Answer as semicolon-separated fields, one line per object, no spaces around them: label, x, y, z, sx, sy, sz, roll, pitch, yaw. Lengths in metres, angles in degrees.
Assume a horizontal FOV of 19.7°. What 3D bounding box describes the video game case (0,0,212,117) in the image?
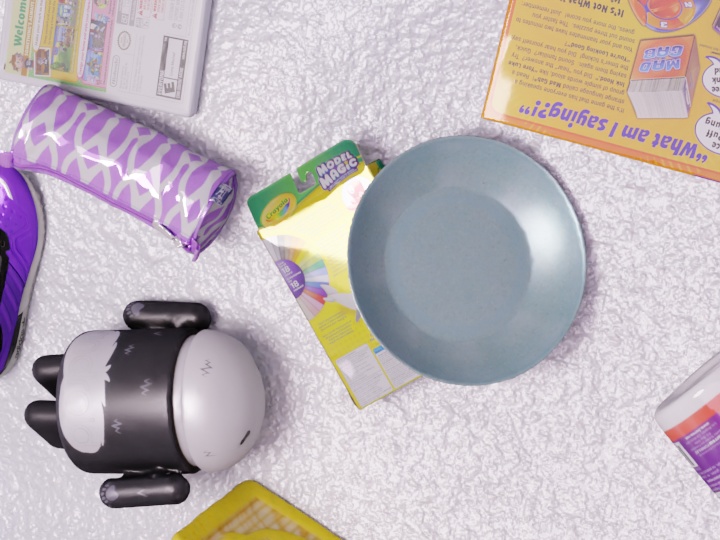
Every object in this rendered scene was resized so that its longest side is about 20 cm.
video game case;-0.211;-0.245;1.746;0.181;0.022;0.201;12;103;13

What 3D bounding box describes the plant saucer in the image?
plant saucer;0.082;-0.007;1.665;0.200;0.039;0.203;1;84;-13

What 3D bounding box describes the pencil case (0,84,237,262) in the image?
pencil case;-0.198;-0.081;1.735;0.199;0.084;0.086;26;68;12

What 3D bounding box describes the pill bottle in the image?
pill bottle;0.332;0.155;1.612;0.111;0.111;0.200;-41;87;18

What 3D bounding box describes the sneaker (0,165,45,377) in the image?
sneaker;-0.324;0.008;1.777;0.069;0.100;0.202;9;102;12

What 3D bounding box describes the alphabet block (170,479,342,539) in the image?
alphabet block;-0.092;0.324;1.715;0.195;0.196;0.201;33;106;7

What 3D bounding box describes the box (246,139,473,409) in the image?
box;0.000;0.000;1.714;0.117;0.048;0.201;-29;93;18

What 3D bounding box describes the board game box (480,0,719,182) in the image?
board game box;0.225;-0.192;1.538;0.199;0.200;0.201;16;103;12

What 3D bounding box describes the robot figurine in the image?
robot figurine;-0.178;0.111;1.744;0.199;0.125;0.151;-2;104;16
